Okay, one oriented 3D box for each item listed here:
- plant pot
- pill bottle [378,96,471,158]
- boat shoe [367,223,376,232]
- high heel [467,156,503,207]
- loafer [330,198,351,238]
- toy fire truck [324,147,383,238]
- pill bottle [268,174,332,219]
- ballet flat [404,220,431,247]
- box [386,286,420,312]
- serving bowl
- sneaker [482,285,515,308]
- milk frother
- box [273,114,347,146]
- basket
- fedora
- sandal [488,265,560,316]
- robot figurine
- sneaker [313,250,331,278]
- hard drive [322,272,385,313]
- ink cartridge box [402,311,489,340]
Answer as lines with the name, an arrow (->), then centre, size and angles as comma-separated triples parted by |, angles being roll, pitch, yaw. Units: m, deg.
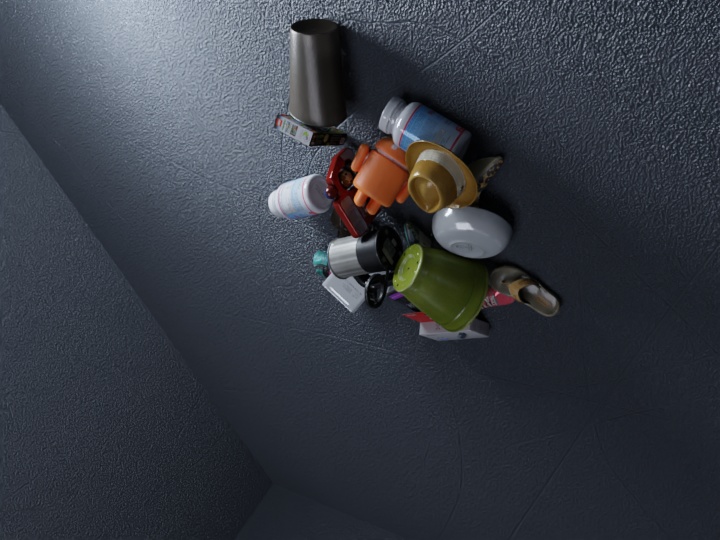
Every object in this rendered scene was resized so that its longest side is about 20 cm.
plant pot -> 0.192, 0.030, 1.444 | 0.190, 0.204, 0.200 | 24, 149, -23
pill bottle -> 0.144, -0.311, 1.276 | 0.198, 0.109, 0.110 | 33, 143, 11
boat shoe -> 0.038, -0.105, 1.627 | 0.091, 0.075, 0.204 | -12, 107, 7
high heel -> 0.293, -0.184, 1.332 | 0.141, 0.072, 0.199 | 31, 136, -25
loafer -> -0.055, -0.150, 1.619 | 0.070, 0.074, 0.202 | -5, 137, 6
toy fire truck -> -0.016, -0.210, 1.473 | 0.111, 0.168, 0.202 | -10, 120, 46
pill bottle -> -0.182, -0.212, 1.658 | 0.198, 0.109, 0.110 | -6, 124, 45
ballet flat -> 0.171, -0.056, 1.559 | 0.073, 0.075, 0.203 | 11, 136, 33
box -> 0.192, 0.084, 1.634 | 0.198, 0.037, 0.142 | 31, 150, -22
serving bowl -> 0.265, -0.079, 1.366 | 0.196, 0.067, 0.201 | 15, 161, 5
sneaker -> 0.329, 0.081, 1.523 | 0.197, 0.087, 0.075 | -2, 127, 42
milk frother -> 0.000, 0.000, 1.505 | 0.186, 0.199, 0.184 | -11, 108, 42
box -> -0.121, -0.351, 1.408 | 0.109, 0.199, 0.035 | 30, 112, 14
basket -> -0.106, -0.472, 1.324 | 0.180, 0.134, 0.203 | 46, 147, 41
fedora -> 0.160, -0.188, 1.230 | 0.199, 0.082, 0.201 | 33, 160, 14
sandal -> 0.417, 0.054, 1.420 | 0.198, 0.054, 0.081 | 32, 110, 8
robot figurine -> 0.057, -0.240, 1.380 | 0.143, 0.202, 0.116 | 38, -170, 27
sneaker -> -0.090, -0.037, 1.793 | 0.119, 0.084, 0.202 | 23, 142, 7
hard drive -> -0.004, 0.011, 1.700 | 0.132, 0.027, 0.201 | 41, 102, -2
ink cartridge box -> 0.247, 0.162, 1.642 | 0.174, 0.046, 0.198 | 22, 157, -37
